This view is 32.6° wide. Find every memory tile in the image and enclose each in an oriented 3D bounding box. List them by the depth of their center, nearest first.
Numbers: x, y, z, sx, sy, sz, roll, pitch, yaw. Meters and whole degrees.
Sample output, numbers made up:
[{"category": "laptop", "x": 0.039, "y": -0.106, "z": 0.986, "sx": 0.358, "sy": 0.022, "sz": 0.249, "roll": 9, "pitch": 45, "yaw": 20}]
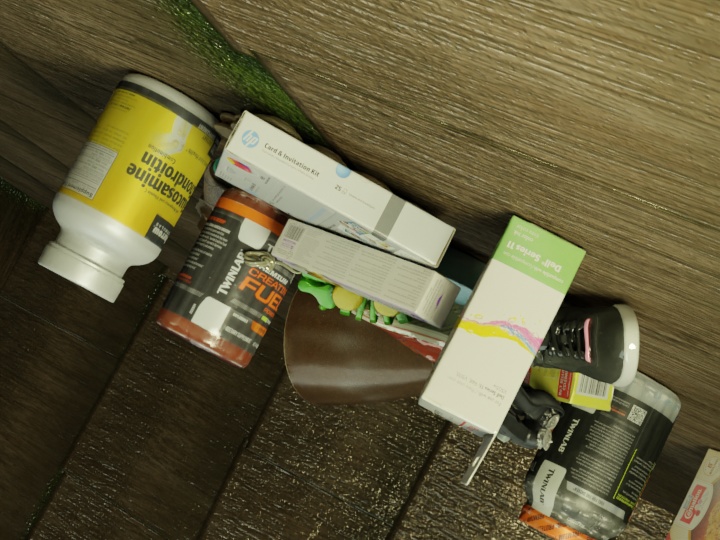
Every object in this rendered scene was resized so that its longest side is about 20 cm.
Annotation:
[{"category": "memory tile", "x": -0.032, "y": -0.089, "z": 1.122, "sx": 0.199, "sy": 0.017, "sz": 0.153, "roll": 30, "pitch": 172, "yaw": -22}]

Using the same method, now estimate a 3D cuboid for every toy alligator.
[{"category": "toy alligator", "x": -0.016, "y": 0.020, "z": 1.180, "sx": 0.199, "sy": 0.055, "sz": 0.059, "roll": 8, "pitch": -150, "yaw": 7}]

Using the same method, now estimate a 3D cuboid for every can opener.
[{"category": "can opener", "x": 0.139, "y": 0.129, "z": 1.167, "sx": 0.078, "sy": 0.064, "sz": 0.200, "roll": 25, "pitch": 177, "yaw": 27}]

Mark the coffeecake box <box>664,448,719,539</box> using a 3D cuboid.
[{"category": "coffeecake box", "x": 0.487, "y": 0.323, "z": 1.516, "sx": 0.073, "sy": 0.154, "sz": 0.200, "roll": 32, "pitch": 171, "yaw": -26}]

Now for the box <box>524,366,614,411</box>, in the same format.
[{"category": "box", "x": 0.199, "y": 0.097, "z": 1.293, "sx": 0.050, "sy": 0.076, "sz": 0.200, "roll": 11, "pitch": 179, "yaw": -19}]

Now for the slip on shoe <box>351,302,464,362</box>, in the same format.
[{"category": "slip on shoe", "x": 0.057, "y": 0.053, "z": 1.233, "sx": 0.199, "sy": 0.074, "sz": 0.061, "roll": 24, "pitch": 138, "yaw": 7}]

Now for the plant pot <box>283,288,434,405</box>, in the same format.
[{"category": "plant pot", "x": 0.035, "y": 0.093, "z": 1.593, "sx": 0.199, "sy": 0.188, "sz": 0.187, "roll": 4, "pitch": 159, "yaw": 36}]

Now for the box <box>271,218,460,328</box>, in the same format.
[{"category": "box", "x": 0.000, "y": 0.000, "z": 1.076, "sx": 0.199, "sy": 0.042, "sz": 0.039, "roll": 20, "pitch": 171, "yaw": 46}]

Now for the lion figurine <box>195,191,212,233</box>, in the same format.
[{"category": "lion figurine", "x": -0.107, "y": -0.048, "z": 1.520, "sx": 0.199, "sy": 0.073, "sz": 0.123, "roll": 14, "pitch": 161, "yaw": -6}]

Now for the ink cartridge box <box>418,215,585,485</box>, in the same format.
[{"category": "ink cartridge box", "x": 0.101, "y": 0.067, "z": 0.984, "sx": 0.067, "sy": 0.201, "sz": 0.117, "roll": 27, "pitch": 172, "yaw": 6}]

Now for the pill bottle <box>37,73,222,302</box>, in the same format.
[{"category": "pill bottle", "x": -0.222, "y": -0.076, "z": 1.170, "sx": 0.112, "sy": 0.201, "sz": 0.112, "roll": 27, "pitch": 173, "yaw": 4}]

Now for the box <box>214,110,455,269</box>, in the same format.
[{"category": "box", "x": -0.028, "y": -0.061, "z": 1.071, "sx": 0.199, "sy": 0.041, "sz": 0.156, "roll": 28, "pitch": 173, "yaw": -7}]

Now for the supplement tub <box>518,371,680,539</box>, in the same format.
[{"category": "supplement tub", "x": 0.260, "y": 0.207, "z": 1.361, "sx": 0.122, "sy": 0.201, "sz": 0.123, "roll": 27, "pitch": 172, "yaw": 4}]

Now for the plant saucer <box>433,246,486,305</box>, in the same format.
[{"category": "plant saucer", "x": 0.103, "y": 0.014, "z": 1.253, "sx": 0.199, "sy": 0.036, "sz": 0.200, "roll": 28, "pitch": 173, "yaw": 4}]

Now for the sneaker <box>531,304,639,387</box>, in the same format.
[{"category": "sneaker", "x": 0.176, "y": 0.063, "z": 1.085, "sx": 0.099, "sy": 0.071, "sz": 0.200, "roll": 2, "pitch": 179, "yaw": -8}]

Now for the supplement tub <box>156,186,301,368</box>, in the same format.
[{"category": "supplement tub", "x": -0.117, "y": -0.010, "z": 1.241, "sx": 0.107, "sy": 0.201, "sz": 0.107, "roll": 26, "pitch": 174, "yaw": 3}]

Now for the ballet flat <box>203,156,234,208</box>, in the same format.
[{"category": "ballet flat", "x": -0.085, "y": -0.051, "z": 1.337, "sx": 0.199, "sy": 0.068, "sz": 0.067, "roll": 33, "pitch": 129, "yaw": 7}]
